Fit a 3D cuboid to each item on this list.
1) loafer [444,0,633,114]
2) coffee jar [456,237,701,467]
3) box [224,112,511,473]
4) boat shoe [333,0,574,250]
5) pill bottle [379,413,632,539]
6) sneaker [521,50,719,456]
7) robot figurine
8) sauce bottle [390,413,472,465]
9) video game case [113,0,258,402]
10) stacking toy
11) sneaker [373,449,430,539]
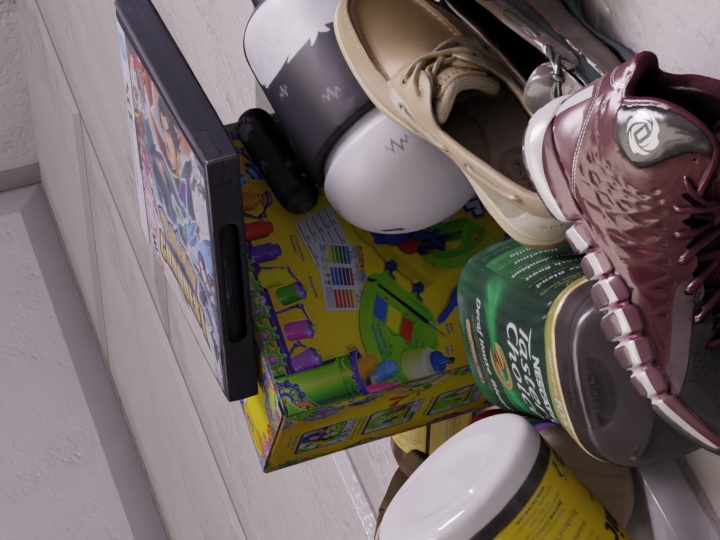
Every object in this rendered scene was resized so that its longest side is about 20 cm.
[{"bbox_3d":[0.104,-0.103,1.066,0.072,0.062,0.201,90,159,-46],"label":"loafer"},{"bbox_3d":[0.124,0.042,1.092,0.200,0.085,0.105,-159,54,-72],"label":"coffee jar"},{"bbox_3d":[0.000,0.000,1.309,0.122,0.191,0.202,111,142,-66],"label":"box"},{"bbox_3d":[0.056,-0.100,1.113,0.200,0.072,0.065,51,172,20],"label":"boat shoe"},{"bbox_3d":[0.112,0.187,1.121,0.200,0.111,0.111,49,171,-14],"label":"pill bottle"},{"bbox_3d":[0.162,-0.013,0.932,0.201,0.075,0.115,57,140,6],"label":"sneaker"},{"bbox_3d":[0.005,-0.119,1.227,0.201,0.124,0.151,60,144,20],"label":"robot figurine"},{"bbox_3d":[0.052,0.112,1.482,0.201,0.064,0.065,94,157,-48],"label":"sauce bottle"},{"bbox_3d":[-0.110,-0.048,1.247,0.200,0.025,0.182,-122,23,-48],"label":"video game case"},{"bbox_3d":[0.110,0.128,1.275,0.200,0.085,0.086,-151,47,-80],"label":"stacking toy"},{"bbox_3d":[0.068,0.188,1.287,0.076,0.070,0.200,-61,25,6],"label":"sneaker"}]
